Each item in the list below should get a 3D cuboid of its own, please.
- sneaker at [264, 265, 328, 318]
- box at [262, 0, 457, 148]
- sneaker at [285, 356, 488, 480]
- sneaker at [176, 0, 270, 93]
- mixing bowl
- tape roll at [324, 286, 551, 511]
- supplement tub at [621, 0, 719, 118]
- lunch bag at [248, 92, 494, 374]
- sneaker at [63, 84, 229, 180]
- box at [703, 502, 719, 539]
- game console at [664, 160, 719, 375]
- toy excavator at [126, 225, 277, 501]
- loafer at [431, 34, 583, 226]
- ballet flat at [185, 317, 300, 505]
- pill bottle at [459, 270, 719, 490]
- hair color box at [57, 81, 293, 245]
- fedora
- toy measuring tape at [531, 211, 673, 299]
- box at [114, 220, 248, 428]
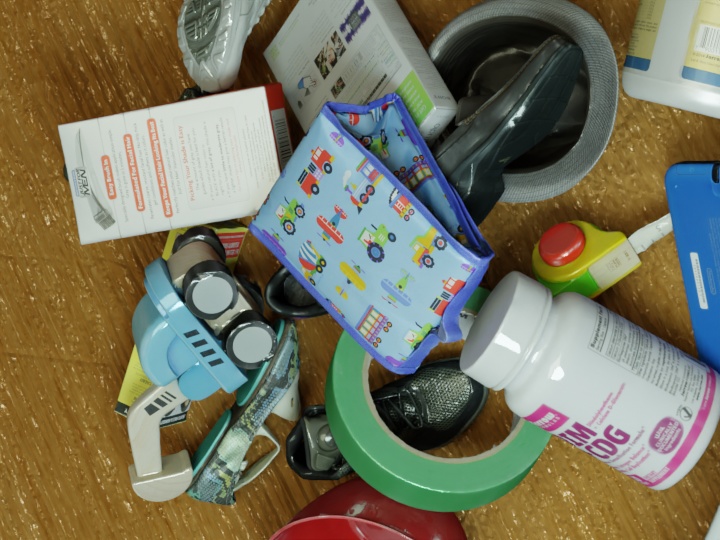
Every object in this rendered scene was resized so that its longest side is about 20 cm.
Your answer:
[{"bbox_3d":[0.000,0.001,1.600,0.199,0.099,0.070,-22,86,22],"label":"sneaker"},{"bbox_3d":[-0.003,-0.168,1.580,0.145,0.036,0.201,-50,54,37],"label":"box"},{"bbox_3d":[0.018,0.138,1.594,0.198,0.114,0.077,-22,85,19],"label":"sneaker"},{"bbox_3d":[-0.105,-0.255,1.631,0.078,0.099,0.202,-1,78,45],"label":"sneaker"},{"bbox_3d":[0.022,0.254,1.579,0.199,0.109,0.201,13,131,15],"label":"mixing bowl"},{"bbox_3d":[0.070,0.106,1.539,0.199,0.048,0.202,5,62,-9],"label":"tape roll"},{"bbox_3d":[0.301,-0.225,1.444,0.144,0.144,0.202,17,98,21],"label":"supplement tub"},{"bbox_3d":[0.020,-0.020,1.475,0.200,0.094,0.151,54,132,22],"label":"lunch bag"},{"bbox_3d":[-0.183,-0.121,1.680,0.198,0.076,0.115,2,91,19],"label":"sneaker"},{"bbox_3d":[0.359,0.251,1.411,0.170,0.200,0.200,25,100,21],"label":"box"},{"bbox_3d":[0.363,-0.007,1.472,0.170,0.118,0.202,4,111,52],"label":"game console"},{"bbox_3d":[-0.165,0.090,1.617,0.199,0.100,0.195,-34,119,5],"label":"toy excavator"},{"bbox_3d":[0.105,-0.119,1.471,0.072,0.073,0.200,48,114,24],"label":"loafer"},{"bbox_3d":[-0.095,0.136,1.672,0.074,0.074,0.201,39,108,16],"label":"ballet flat"},{"bbox_3d":[0.190,0.089,1.481,0.199,0.113,0.114,29,104,-9],"label":"pill bottle"},{"bbox_3d":[-0.160,-0.096,1.598,0.198,0.064,0.112,-9,96,14],"label":"hair color box"},{"bbox_3d":[0.147,-0.146,1.540,0.199,0.090,0.179,1,90,31],"label":"fedora"},{"bbox_3d":[0.214,-0.030,1.540,0.199,0.074,0.074,-35,79,3],"label":"toy measuring tape"},{"bbox_3d":[-0.169,0.046,1.689,0.050,0.075,0.201,21,99,19],"label":"box"}]
